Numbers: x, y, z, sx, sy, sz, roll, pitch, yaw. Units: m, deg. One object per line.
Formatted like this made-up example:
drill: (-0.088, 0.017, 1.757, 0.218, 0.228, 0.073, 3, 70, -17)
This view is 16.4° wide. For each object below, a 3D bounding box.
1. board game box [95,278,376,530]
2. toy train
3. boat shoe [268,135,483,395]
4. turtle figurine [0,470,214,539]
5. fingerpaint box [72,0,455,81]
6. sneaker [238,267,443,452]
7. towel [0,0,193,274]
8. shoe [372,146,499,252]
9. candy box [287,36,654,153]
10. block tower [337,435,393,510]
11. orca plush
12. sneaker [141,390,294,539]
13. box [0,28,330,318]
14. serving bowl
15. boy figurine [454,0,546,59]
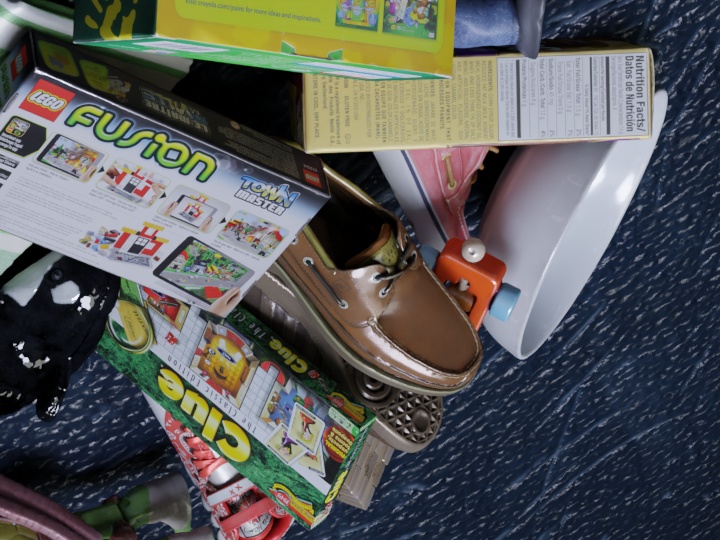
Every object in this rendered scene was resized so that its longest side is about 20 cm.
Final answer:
board game box: (-0.086, 0.065, 1.544, 0.023, 0.200, 0.105, -39, 161, -41)
toy train: (0.004, -0.001, 1.582, 0.056, 0.199, 0.151, -58, 168, -46)
boat shoe: (0.000, 0.000, 1.485, 0.072, 0.200, 0.068, -58, -167, -31)
turtle figurine: (-0.200, 0.223, 1.710, 0.193, 0.201, 0.144, -12, -177, -17)
fingerpaint box: (-0.043, -0.187, 1.242, 0.199, 0.168, 0.073, 2, 180, -43)
sneaker: (-0.029, 0.033, 1.553, 0.070, 0.200, 0.075, -45, -168, -34)
towel: (-0.206, -0.072, 1.406, 0.152, 0.023, 0.200, 13, 130, -48)
shoe: (0.059, -0.074, 1.580, 0.091, 0.072, 0.200, -27, 145, 2)
candy box: (0.061, -0.103, 1.440, 0.198, 0.057, 0.117, -2, -172, -6)
block tower: (-0.033, 0.102, 1.661, 0.054, 0.058, 0.200, -67, 157, -15)
orca plush: (-0.213, 0.063, 1.527, 0.199, 0.071, 0.105, -32, 147, 17)
sneaker: (-0.093, 0.116, 1.688, 0.067, 0.108, 0.202, -27, 149, -6)
box: (-0.128, -0.050, 1.391, 0.199, 0.035, 0.110, 23, 124, -32)
serving bowl: (0.127, -0.045, 1.640, 0.201, 0.066, 0.200, -56, 167, -20)
boy figurine: (0.002, -0.160, 1.377, 0.198, 0.125, 0.065, 3, 137, -1)
